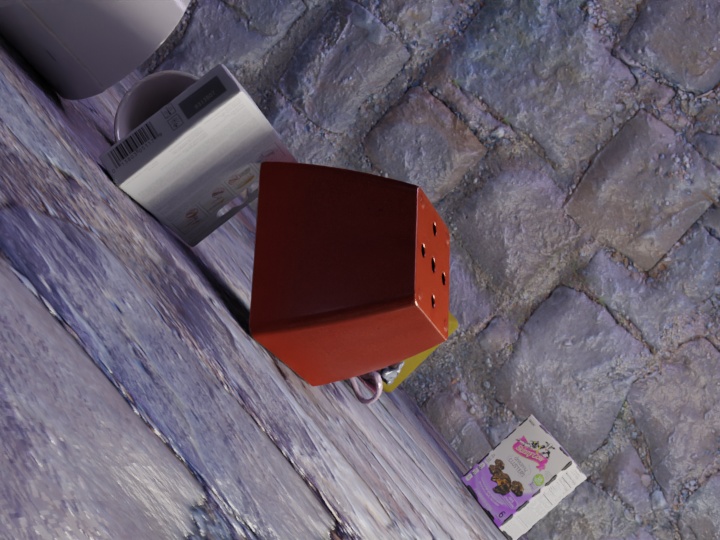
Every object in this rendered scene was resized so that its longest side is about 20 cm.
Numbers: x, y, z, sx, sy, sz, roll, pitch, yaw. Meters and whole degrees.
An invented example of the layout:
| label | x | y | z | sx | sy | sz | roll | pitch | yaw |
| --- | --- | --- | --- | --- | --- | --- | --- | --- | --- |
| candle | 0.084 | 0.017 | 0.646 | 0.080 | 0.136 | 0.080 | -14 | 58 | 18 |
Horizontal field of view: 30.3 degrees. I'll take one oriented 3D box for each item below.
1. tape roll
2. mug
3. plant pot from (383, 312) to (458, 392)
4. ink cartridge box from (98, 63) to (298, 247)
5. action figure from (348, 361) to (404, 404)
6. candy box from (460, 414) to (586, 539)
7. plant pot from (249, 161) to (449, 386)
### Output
| label | x | y | z | sx | sy | sz | roll | pitch | yaw |
| --- | --- | --- | --- | --- | --- | --- | --- | --- | --- |
| tape roll | -0.301 | -0.307 | 1.454 | 0.139 | 0.202 | 0.203 | 48 | 1 | -36 |
| mug | -0.228 | -0.135 | 1.680 | 0.132 | 0.180 | 0.200 | 12 | -9 | 7 |
| plant pot | 0.033 | 0.093 | 2.506 | 0.200 | 0.200 | 0.176 | 49 | 11 | 16 |
| ink cartridge box | -0.168 | -0.119 | 1.426 | 0.057 | 0.162 | 0.200 | 53 | 2 | 19 |
| action figure | -0.032 | 0.110 | 2.007 | 0.199 | 0.134 | 0.149 | 37 | 43 | 4 |
| candy box | 0.326 | 0.416 | 2.672 | 0.072 | 0.200 | 0.168 | 48 | 0 | -38 |
| plant pot | 0.000 | 0.000 | 1.471 | 0.200 | 0.174 | 0.203 | 48 | 40 | -61 |
